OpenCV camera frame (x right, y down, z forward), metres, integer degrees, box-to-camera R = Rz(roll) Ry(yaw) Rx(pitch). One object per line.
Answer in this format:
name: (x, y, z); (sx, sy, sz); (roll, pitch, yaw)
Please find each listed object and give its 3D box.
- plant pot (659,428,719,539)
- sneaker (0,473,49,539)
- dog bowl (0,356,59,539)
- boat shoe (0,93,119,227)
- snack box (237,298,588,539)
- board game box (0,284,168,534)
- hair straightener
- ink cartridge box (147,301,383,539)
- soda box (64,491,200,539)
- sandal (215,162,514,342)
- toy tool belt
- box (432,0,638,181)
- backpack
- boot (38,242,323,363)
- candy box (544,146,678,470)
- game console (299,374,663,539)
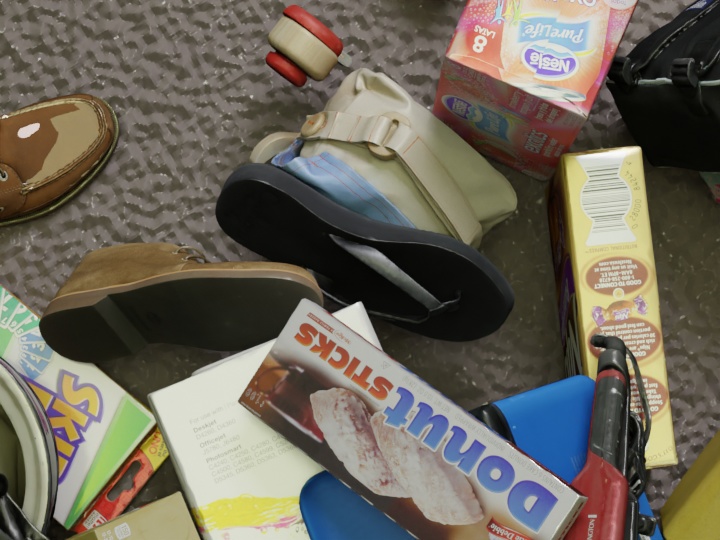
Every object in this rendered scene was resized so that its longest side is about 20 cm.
plant pot: (0.295, 0.157, 1.064); (0.176, 0.200, 0.200); (-38, 83, 7)
sneaker: (-0.256, 0.145, 1.037); (0.104, 0.060, 0.200); (-36, 92, 10)
dog bowl: (-0.283, 0.130, 1.105); (0.198, 0.074, 0.202); (0, 92, 8)
boat shoe: (-0.255, -0.063, 1.151); (0.199, 0.068, 0.072); (-28, 81, -4)
snack box: (0.026, 0.099, 0.953); (0.199, 0.024, 0.072); (34, 92, 24)
board game box: (-0.226, 0.085, 1.153); (0.200, 0.030, 0.096); (39, 85, 3)
hair straightener: (0.141, 0.122, 0.981); (0.041, 0.077, 0.201); (-11, 48, 20)
ink cartridge box: (-0.027, 0.145, 1.080); (0.145, 0.147, 0.201); (-23, 83, -5)
soda box: (-0.107, 0.239, 1.004); (0.067, 0.064, 0.201); (-19, 84, -43)
sandal: (-0.001, 0.000, 1.084); (0.199, 0.076, 0.043); (22, 41, -4)
toy tool belt: (-0.005, -0.064, 1.119); (0.200, 0.125, 0.123); (39, 90, -14)
box: (0.108, -0.136, 1.092); (0.094, 0.200, 0.103); (23, 84, 3)
backpack: (0.285, -0.136, 1.105); (0.200, 0.177, 0.151); (-44, 109, -14)
boot: (-0.112, 0.008, 1.110); (0.199, 0.074, 0.076); (-5, 43, 24)
candy box: (0.160, 0.031, 1.111); (0.056, 0.117, 0.202); (-7, 82, 0)
game console: (0.087, 0.183, 0.999); (0.118, 0.170, 0.201); (-28, 79, 41)
